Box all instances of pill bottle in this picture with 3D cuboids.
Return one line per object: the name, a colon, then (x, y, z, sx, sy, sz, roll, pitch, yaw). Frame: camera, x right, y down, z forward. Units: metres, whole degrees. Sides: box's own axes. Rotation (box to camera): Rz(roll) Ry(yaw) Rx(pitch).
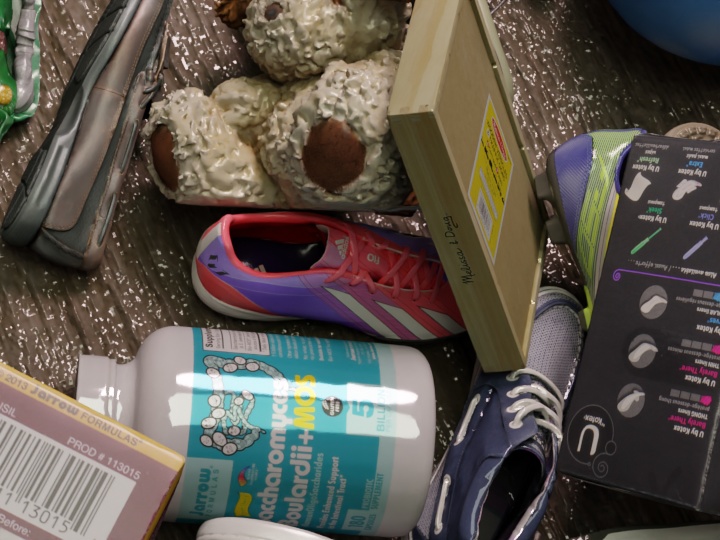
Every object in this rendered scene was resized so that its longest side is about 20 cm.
pill bottle: (-0.063, 0.090, 1.091, 0.199, 0.111, 0.111, 5, 68, -9)

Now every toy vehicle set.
toy vehicle set: (0.066, -0.055, 1.097, 0.026, 0.200, 0.125, -5, 43, 20)

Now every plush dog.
plush dog: (-0.016, -0.122, 1.136, 0.160, 0.200, 0.173, 3, 89, -44)

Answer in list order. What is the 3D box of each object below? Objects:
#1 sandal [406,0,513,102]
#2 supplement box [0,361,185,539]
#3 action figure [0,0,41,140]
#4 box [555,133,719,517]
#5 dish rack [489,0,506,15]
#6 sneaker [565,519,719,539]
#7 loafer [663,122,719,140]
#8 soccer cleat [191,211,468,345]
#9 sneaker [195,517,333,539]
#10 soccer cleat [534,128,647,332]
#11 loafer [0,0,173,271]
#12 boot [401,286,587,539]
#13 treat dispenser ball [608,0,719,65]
sandal: (0.060, -0.180, 1.194, 0.057, 0.080, 0.202, -8, 78, -30)
supplement box: (-0.178, 0.137, 0.999, 0.131, 0.200, 0.103, 26, 66, 0)
action figure: (-0.237, -0.161, 1.190, 0.118, 0.055, 0.201, -3, 73, -15)
box: (0.205, 0.036, 1.086, 0.122, 0.106, 0.201, 18, 85, -43)
dish rack: (0.027, -0.196, 1.255, 0.153, 0.055, 0.200, 41, 69, 8)
sneaker: (0.173, 0.214, 1.101, 0.199, 0.084, 0.121, -3, 62, -22)
loafer: (0.225, 0.007, 1.207, 0.075, 0.068, 0.201, -16, 88, -24)
soccer cleat: (0.000, 0.000, 1.159, 0.199, 0.073, 0.068, 6, 66, -10)
sneaker: (-0.010, 0.218, 1.058, 0.199, 0.073, 0.112, 24, 66, -13)
soccer cleat: (0.172, 0.010, 1.159, 0.083, 0.065, 0.201, -19, 96, 19)
loafer: (-0.153, -0.093, 1.178, 0.063, 0.072, 0.201, 29, 72, -18)
boot: (0.098, 0.091, 1.127, 0.073, 0.090, 0.200, 32, 68, -14)
treat dispenser ball: (0.240, -0.232, 1.230, 0.200, 0.201, 0.202, 4, 68, -10)
